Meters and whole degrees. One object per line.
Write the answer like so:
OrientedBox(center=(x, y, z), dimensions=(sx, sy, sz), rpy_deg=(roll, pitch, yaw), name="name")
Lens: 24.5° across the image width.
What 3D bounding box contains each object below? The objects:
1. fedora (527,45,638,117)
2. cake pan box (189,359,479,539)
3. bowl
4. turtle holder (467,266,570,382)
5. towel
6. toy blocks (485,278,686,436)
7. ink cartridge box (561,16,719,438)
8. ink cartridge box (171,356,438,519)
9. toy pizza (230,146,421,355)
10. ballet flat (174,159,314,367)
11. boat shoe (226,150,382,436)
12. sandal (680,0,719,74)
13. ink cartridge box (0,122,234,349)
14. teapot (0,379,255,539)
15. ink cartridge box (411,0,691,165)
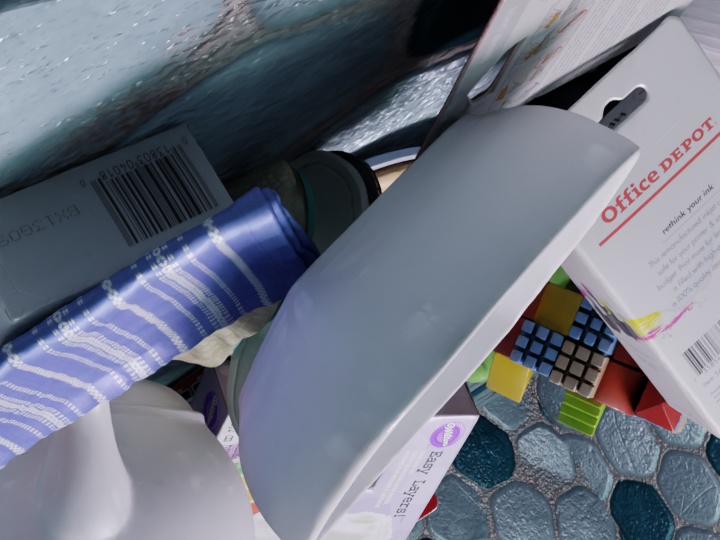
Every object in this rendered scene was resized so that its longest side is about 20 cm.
OrientedBox(center=(0.148, -0.062, 1.002), dimensions=(0.091, 0.203, 0.200), rpy_deg=(-4, 179, 17), name="fedora")
OrientedBox(center=(-0.039, 0.136, 1.086), dimensions=(0.183, 0.053, 0.201), rpy_deg=(3, 133, -31), name="cake pan box")
OrientedBox(center=(0.021, 0.019, 0.739), dimensions=(0.200, 0.075, 0.200), rpy_deg=(-46, 173, -29), name="bowl")
OrientedBox(center=(0.126, 0.005, 1.250), dimensions=(0.140, 0.132, 0.185), rpy_deg=(-27, 170, -35), name="turtle holder")
OrientedBox(center=(-0.106, 0.036, 0.670), dimensions=(0.199, 0.024, 0.145), rpy_deg=(-33, 170, -1), name="towel")
OrientedBox(center=(0.128, 0.043, 0.988), dimensions=(0.101, 0.199, 0.137), rpy_deg=(-66, 166, 1), name="toy blocks")
OrientedBox(center=(0.163, -0.026, 0.867), dimensions=(0.115, 0.200, 0.068), rpy_deg=(-42, -158, -4), name="ink cartridge box")
OrientedBox(center=(-0.071, 0.150, 1.210), dimensions=(0.199, 0.176, 0.084), rpy_deg=(-34, 172, 11), name="ink cartridge box")
OrientedBox(center=(0.000, 0.000, 0.968), dimensions=(0.199, 0.032, 0.201), rpy_deg=(-24, 156, -11), name="toy pizza")
OrientedBox(center=(-0.076, 0.007, 0.817), dimensions=(0.062, 0.068, 0.200), rpy_deg=(-4, 159, -20), name="ballet flat")
OrientedBox(center=(-0.023, 0.014, 0.881), dimensions=(0.060, 0.076, 0.201), rpy_deg=(-27, 150, -42), name="boat shoe")
OrientedBox(center=(0.236, -0.123, 1.009), dimensions=(0.078, 0.060, 0.207), rpy_deg=(-4, 142, 20), name="sandal")
OrientedBox(center=(-0.135, 0.020, 0.713), dimensions=(0.108, 0.051, 0.200), rpy_deg=(-27, 168, -33), name="ink cartridge box")
OrientedBox(center=(-0.148, 0.120, 0.939), dimensions=(0.199, 0.148, 0.196), rpy_deg=(-7, 168, 40), name="teapot")
OrientedBox(center=(0.096, -0.129, 0.727), dimensions=(0.175, 0.045, 0.200), rpy_deg=(-30, 170, -18), name="ink cartridge box")
